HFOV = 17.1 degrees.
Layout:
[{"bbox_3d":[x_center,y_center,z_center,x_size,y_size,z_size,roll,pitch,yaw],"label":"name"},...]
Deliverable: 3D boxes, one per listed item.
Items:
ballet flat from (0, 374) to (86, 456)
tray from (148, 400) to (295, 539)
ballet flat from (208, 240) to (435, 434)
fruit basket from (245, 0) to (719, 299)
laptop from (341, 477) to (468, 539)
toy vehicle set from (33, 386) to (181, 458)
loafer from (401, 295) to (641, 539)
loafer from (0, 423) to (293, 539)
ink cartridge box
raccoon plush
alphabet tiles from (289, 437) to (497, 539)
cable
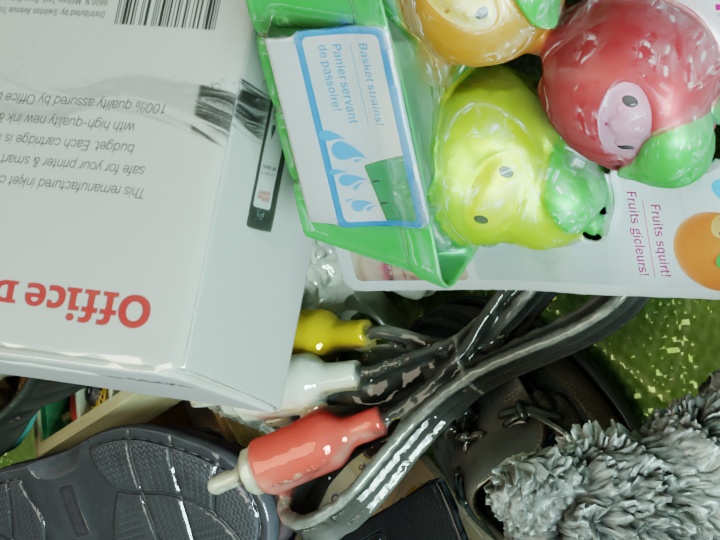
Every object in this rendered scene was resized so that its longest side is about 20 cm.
[{"bbox_3d":[-0.160,0.034,1.050,0.200,0.068,0.069,-35,56,53],"label":"ballet flat"},{"bbox_3d":[-0.061,0.103,1.083,0.099,0.037,0.201,-49,61,44],"label":"tray"},{"bbox_3d":[0.000,0.000,0.977,0.072,0.071,0.200,56,137,24],"label":"ballet flat"},{"bbox_3d":[0.062,-0.066,0.809,0.199,0.094,0.186,6,124,31],"label":"fruit basket"},{"bbox_3d":[-0.021,0.202,0.939,0.200,0.103,0.178,-37,71,54],"label":"laptop"},{"bbox_3d":[-0.119,-0.027,1.080,0.124,0.026,0.202,-33,59,54],"label":"toy vehicle set"},{"bbox_3d":[0.073,0.082,0.898,0.200,0.063,0.072,47,129,32],"label":"loafer"},{"bbox_3d":[-0.092,0.097,1.047,0.199,0.063,0.072,-10,98,44],"label":"loafer"},{"bbox_3d":[-0.090,-0.056,0.915,0.145,0.084,0.202,6,80,27],"label":"ink cartridge box"},{"bbox_3d":[0.129,0.057,0.770,0.200,0.133,0.097,-49,61,43],"label":"raccoon plush"},{"bbox_3d":[0.000,0.158,0.991,0.167,0.008,0.201,49,132,31],"label":"alphabet tiles"},{"bbox_3d":[0.021,0.038,0.897,0.199,0.050,0.098,-24,51,32],"label":"cable"}]
